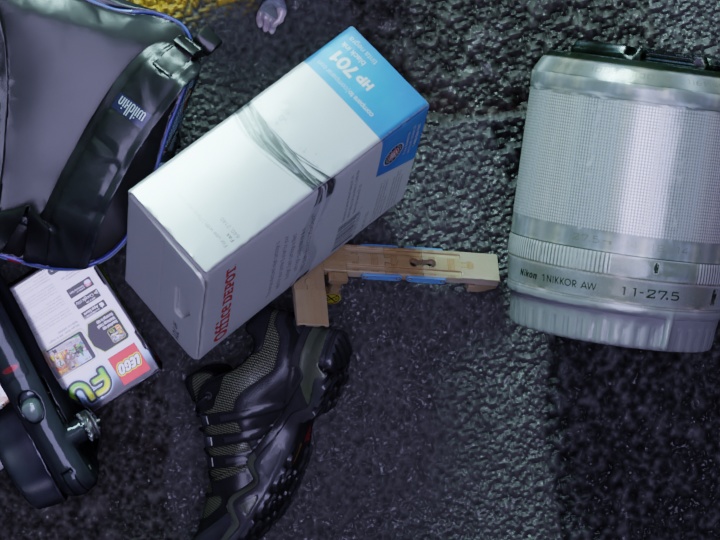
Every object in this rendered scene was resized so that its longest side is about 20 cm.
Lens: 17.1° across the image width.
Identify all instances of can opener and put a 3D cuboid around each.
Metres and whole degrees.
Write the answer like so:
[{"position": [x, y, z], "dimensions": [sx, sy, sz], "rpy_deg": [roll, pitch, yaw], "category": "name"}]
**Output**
[{"position": [-0.238, 0.069, 1.661], "dimensions": [0.078, 0.063, 0.201], "rpy_deg": [-24, 98, -1], "category": "can opener"}]

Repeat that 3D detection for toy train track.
[{"position": [0.000, 0.000, 1.718], "dimensions": [0.199, 0.033, 0.115], "rpy_deg": [3, 57, -13], "category": "toy train track"}]

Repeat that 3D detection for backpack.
[{"position": [-0.212, -0.098, 1.638], "dimensions": [0.199, 0.154, 0.191], "rpy_deg": [18, 88, 1], "category": "backpack"}]

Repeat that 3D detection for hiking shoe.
[{"position": [-0.085, 0.115, 1.719], "dimensions": [0.100, 0.076, 0.201], "rpy_deg": [29, 98, 15], "category": "hiking shoe"}]

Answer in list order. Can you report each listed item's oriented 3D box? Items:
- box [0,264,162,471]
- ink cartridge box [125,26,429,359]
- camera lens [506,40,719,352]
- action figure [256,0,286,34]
[{"position": [-0.254, 0.076, 1.710], "dimensions": [0.199, 0.035, 0.110], "rpy_deg": [-32, 98, -1], "category": "box"}, {"position": [-0.059, -0.051, 1.620], "dimensions": [0.200, 0.147, 0.086], "rpy_deg": [-37, 75, -21], "category": "ink cartridge box"}, {"position": [0.188, -0.054, 1.669], "dimensions": [0.159, 0.160, 0.201], "rpy_deg": [7, 96, -5], "category": "camera lens"}, {"position": [-0.049, -0.264, 1.666], "dimensions": [0.199, 0.134, 0.150], "rpy_deg": [25, 58, -35], "category": "action figure"}]
